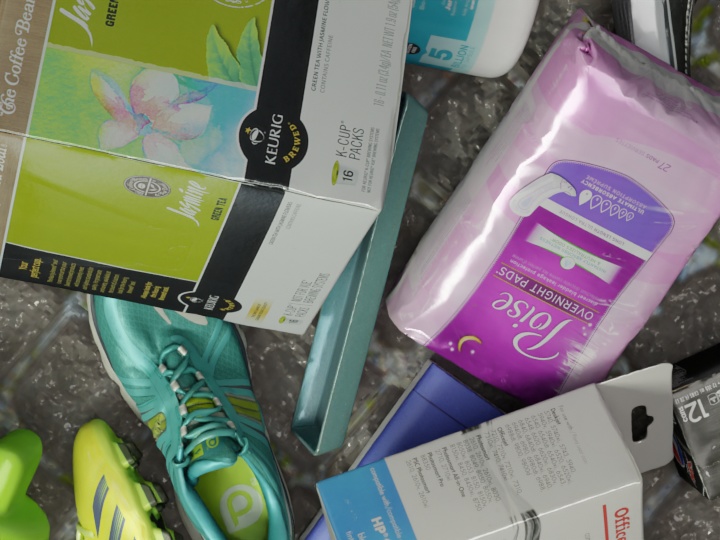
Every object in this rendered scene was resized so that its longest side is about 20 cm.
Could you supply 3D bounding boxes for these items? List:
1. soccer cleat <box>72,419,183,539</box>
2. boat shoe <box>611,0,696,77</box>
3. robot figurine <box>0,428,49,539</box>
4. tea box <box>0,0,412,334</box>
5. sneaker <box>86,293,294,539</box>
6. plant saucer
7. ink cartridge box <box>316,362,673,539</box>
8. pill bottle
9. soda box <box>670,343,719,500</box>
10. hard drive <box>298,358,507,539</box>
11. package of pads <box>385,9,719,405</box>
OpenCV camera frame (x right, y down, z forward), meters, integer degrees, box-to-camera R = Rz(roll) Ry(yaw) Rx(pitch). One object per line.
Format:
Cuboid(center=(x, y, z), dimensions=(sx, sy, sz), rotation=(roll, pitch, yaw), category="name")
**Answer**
Cuboid(center=(-0.131, 0.182, 1.324), dimensions=(0.084, 0.065, 0.200), rotation=(-17, 98, 2), category="soccer cleat")
Cuboid(center=(0.173, -0.185, 1.313), dimensions=(0.071, 0.072, 0.200), rotation=(-3, 95, -3), category="boat shoe")
Cuboid(center=(-0.240, 0.169, 1.279), dimensions=(0.175, 0.116, 0.200), rotation=(24, 96, -2), category="robot figurine")
Cuboid(center=(-0.094, -0.073, 1.211), dimensions=(0.196, 0.200, 0.134), rotation=(11, 69, -9), category="tea box")
Cuboid(center=(-0.084, 0.079, 1.308), dimensions=(0.077, 0.080, 0.200), rotation=(-26, 99, -3), category="sneaker")
Cuboid(center=(0.000, 0.000, 1.315), dimensions=(0.019, 0.070, 0.200), rotation=(14, 95, -14), category="plant saucer")
Cuboid(center=(0.086, 0.133, 1.288), dimensions=(0.200, 0.116, 0.068), rotation=(-20, 56, -5), category="ink cartridge box")
Cuboid(center=(-0.008, -0.171, 1.272), dimensions=(0.200, 0.111, 0.111), rotation=(10, 96, -8), category="pill bottle")
Cuboid(center=(0.266, 0.056, 1.359), dimensions=(0.200, 0.063, 0.071), rotation=(-23, 100, -4), category="soda box")
Cuboid(center=(0.034, 0.169, 1.362), dimensions=(0.132, 0.025, 0.200), rotation=(35, 91, -10), category="hard drive")
Cuboid(center=(0.113, -0.028, 1.284), dimensions=(0.120, 0.076, 0.200), rotation=(28, 115, -11), category="package of pads")
